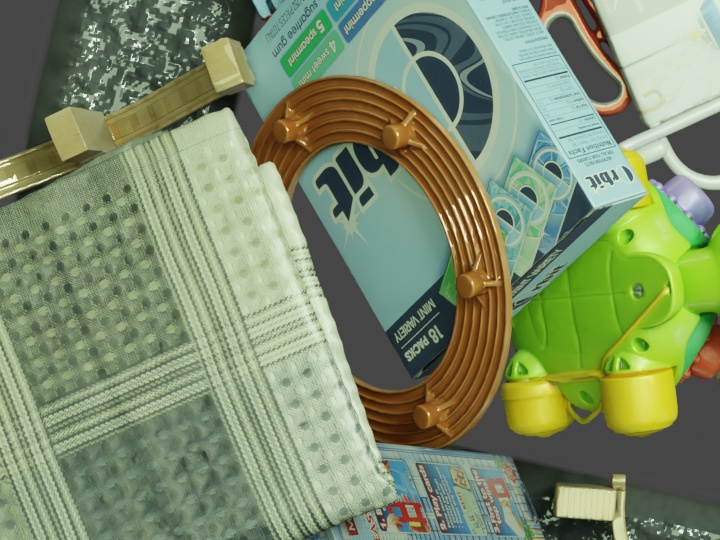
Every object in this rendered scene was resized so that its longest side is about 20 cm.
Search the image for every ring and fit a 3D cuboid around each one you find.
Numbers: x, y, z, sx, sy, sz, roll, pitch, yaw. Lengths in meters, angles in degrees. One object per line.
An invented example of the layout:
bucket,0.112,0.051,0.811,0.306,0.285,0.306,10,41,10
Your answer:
ring,0.000,0.000,1.198,0.200,0.019,0.201,18,116,44

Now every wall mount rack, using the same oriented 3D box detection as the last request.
wall mount rack,0.188,-0.143,1.212,0.173,0.075,0.201,-25,100,2

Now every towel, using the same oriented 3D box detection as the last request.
towel,-0.104,0.047,1.068,0.192,0.035,0.201,-23,84,6

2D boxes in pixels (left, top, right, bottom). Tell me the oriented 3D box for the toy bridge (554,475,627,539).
toy bridge,0.130,0.209,1.241,0.067,0.027,0.201,4,90,4

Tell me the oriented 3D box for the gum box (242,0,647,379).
gum box,0.034,-0.074,1.183,0.170,0.044,0.200,-46,68,45

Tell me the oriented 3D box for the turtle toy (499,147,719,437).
turtle toy,0.147,0.007,1.192,0.101,0.200,0.146,-9,93,-39

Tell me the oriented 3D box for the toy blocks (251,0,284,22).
toy blocks,-0.012,-0.219,1.241,0.199,0.100,0.137,-28,99,-2

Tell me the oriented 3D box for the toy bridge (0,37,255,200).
toy bridge,-0.148,-0.071,1.252,0.199,0.067,0.027,-24,88,10

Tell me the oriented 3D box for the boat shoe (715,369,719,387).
boat shoe,0.277,0.016,1.223,0.199,0.072,0.065,-15,79,1

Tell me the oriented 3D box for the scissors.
scissors,0.094,-0.176,1.264,0.073,0.014,0.200,-38,88,5

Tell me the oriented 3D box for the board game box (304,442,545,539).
board game box,-0.029,0.145,1.166,0.199,0.200,0.062,-27,69,12
